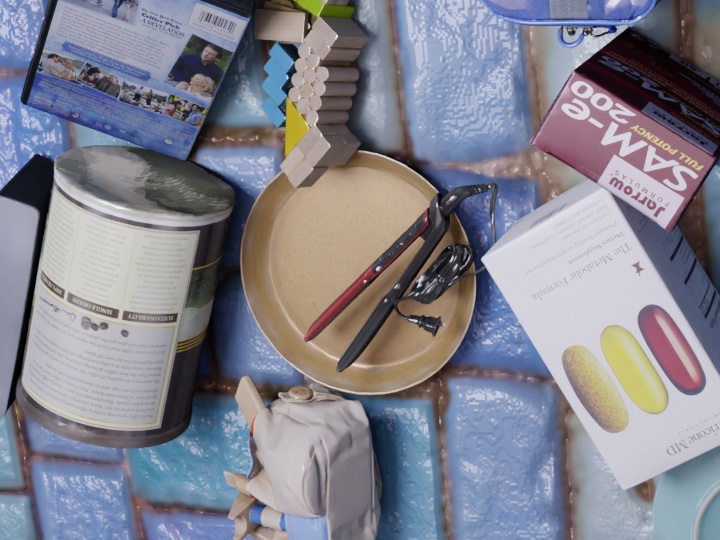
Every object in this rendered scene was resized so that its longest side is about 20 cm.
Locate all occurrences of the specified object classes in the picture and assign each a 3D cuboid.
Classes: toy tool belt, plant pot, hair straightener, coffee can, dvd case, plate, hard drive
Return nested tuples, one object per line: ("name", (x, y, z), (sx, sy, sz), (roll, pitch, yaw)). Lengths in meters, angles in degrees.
("toy tool belt", (-0.049, 0.189, 1.358), (0.122, 0.124, 0.202), (17, 122, 39))
("plant pot", (0.000, 0.000, 1.320), (0.198, 0.027, 0.202), (6, 107, 19))
("hair straightener", (0.045, 0.011, 1.277), (0.077, 0.041, 0.200), (45, 111, 2))
("coffee can", (-0.189, 0.019, 1.329), (0.145, 0.146, 0.202), (19, 112, 14))
("dvd case", (-0.173, -0.164, 1.259), (0.142, 0.018, 0.200), (19, 146, -11))
("plate", (0.318, 0.196, 1.240), (0.198, 0.026, 0.202), (6, 119, 11))
("hard drive", (-0.285, 0.017, 1.375), (0.042, 0.135, 0.202), (14, 110, 0))

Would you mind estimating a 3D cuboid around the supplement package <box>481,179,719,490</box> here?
("supplement package", (0.197, 0.036, 1.212), (0.113, 0.109, 0.201), (-31, 94, 26))

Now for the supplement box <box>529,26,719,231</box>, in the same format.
("supplement box", (0.194, -0.101, 1.120), (0.108, 0.200, 0.061), (32, 114, 8))

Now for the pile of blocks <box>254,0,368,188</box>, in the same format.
("pile of blocks", (-0.033, -0.166, 1.265), (0.081, 0.062, 0.202), (12, 101, 30))

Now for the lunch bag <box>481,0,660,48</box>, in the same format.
("lunch bag", (0.148, -0.254, 1.129), (0.135, 0.132, 0.202), (3, 107, 20))
